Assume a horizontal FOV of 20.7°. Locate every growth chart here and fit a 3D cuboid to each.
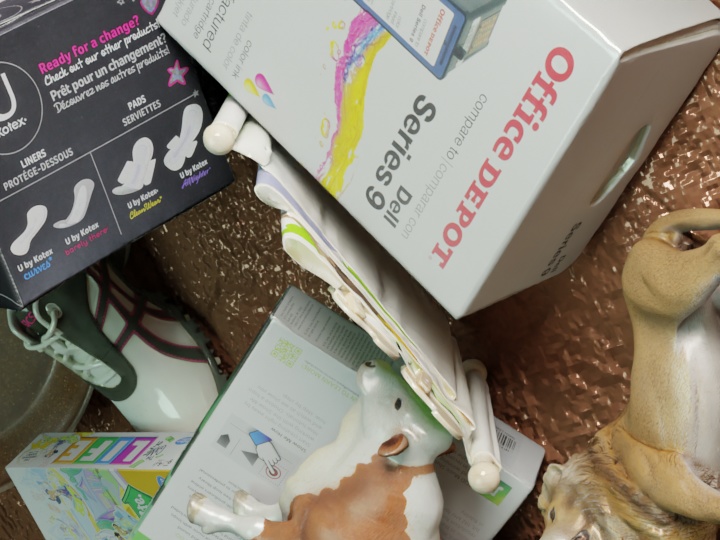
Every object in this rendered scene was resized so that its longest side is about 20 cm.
[{"bbox_3d":[0.000,0.000,0.850,0.018,0.145,0.200,-37,96,13],"label":"growth chart"}]

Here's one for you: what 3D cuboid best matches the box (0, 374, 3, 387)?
[{"bbox_3d":[-0.292,0.001,1.222,0.200,0.048,0.159,-9,103,47],"label":"box"}]

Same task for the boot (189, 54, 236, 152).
[{"bbox_3d":[-0.118,-0.144,0.953,0.162,0.073,0.199,13,125,44],"label":"boot"}]

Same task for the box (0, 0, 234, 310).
[{"bbox_3d":[-0.178,-0.068,0.913,0.200,0.132,0.115,6,122,49],"label":"box"}]

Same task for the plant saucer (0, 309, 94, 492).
[{"bbox_3d":[-0.247,0.034,1.122,0.037,0.199,0.201,-121,13,-80],"label":"plant saucer"}]

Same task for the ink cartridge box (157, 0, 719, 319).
[{"bbox_3d":[0.028,-0.103,0.806,0.200,0.087,0.146,45,129,18],"label":"ink cartridge box"}]

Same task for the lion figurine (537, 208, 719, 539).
[{"bbox_3d":[0.131,0.045,0.803,0.122,0.072,0.201,30,115,52],"label":"lion figurine"}]

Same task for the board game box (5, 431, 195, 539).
[{"bbox_3d":[-0.097,0.178,1.074,0.134,0.034,0.201,-5,120,42],"label":"board game box"}]

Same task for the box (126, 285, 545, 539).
[{"bbox_3d":[-0.022,0.120,0.949,0.144,0.036,0.200,33,123,-1],"label":"box"}]

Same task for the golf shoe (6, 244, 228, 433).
[{"bbox_3d":[-0.142,0.034,1.056,0.077,0.088,0.200,-36,84,47],"label":"golf shoe"}]

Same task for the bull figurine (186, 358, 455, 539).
[{"bbox_3d":[-0.005,0.137,0.894,0.121,0.065,0.201,0,112,27],"label":"bull figurine"}]
